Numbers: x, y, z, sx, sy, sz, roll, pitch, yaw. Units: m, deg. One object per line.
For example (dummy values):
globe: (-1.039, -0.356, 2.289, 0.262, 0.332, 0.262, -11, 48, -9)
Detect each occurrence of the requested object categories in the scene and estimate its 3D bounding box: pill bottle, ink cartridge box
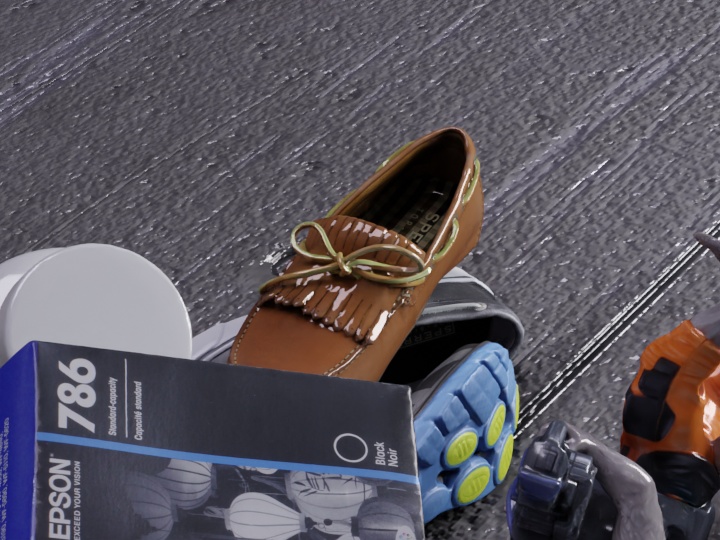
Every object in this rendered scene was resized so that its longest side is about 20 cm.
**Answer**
pill bottle: (-0.140, 0.053, 1.284, 0.111, 0.111, 0.200, -29, -3, -24)
ink cartridge box: (-0.075, 0.082, 1.121, 0.200, 0.039, 0.100, 6, 52, -15)

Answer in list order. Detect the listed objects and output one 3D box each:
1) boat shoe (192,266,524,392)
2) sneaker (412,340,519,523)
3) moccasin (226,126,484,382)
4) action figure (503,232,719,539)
boat shoe: (-0.015, 0.056, 1.389, 0.200, 0.072, 0.068, -18, 25, -19)
sneaker: (0.002, 0.091, 1.304, 0.083, 0.071, 0.200, 17, 45, 39)
moccasin: (0.001, 0.001, 1.341, 0.074, 0.078, 0.201, 26, 45, 24)
action figure: (0.119, 0.085, 1.161, 0.105, 0.194, 0.200, 29, -3, 9)
